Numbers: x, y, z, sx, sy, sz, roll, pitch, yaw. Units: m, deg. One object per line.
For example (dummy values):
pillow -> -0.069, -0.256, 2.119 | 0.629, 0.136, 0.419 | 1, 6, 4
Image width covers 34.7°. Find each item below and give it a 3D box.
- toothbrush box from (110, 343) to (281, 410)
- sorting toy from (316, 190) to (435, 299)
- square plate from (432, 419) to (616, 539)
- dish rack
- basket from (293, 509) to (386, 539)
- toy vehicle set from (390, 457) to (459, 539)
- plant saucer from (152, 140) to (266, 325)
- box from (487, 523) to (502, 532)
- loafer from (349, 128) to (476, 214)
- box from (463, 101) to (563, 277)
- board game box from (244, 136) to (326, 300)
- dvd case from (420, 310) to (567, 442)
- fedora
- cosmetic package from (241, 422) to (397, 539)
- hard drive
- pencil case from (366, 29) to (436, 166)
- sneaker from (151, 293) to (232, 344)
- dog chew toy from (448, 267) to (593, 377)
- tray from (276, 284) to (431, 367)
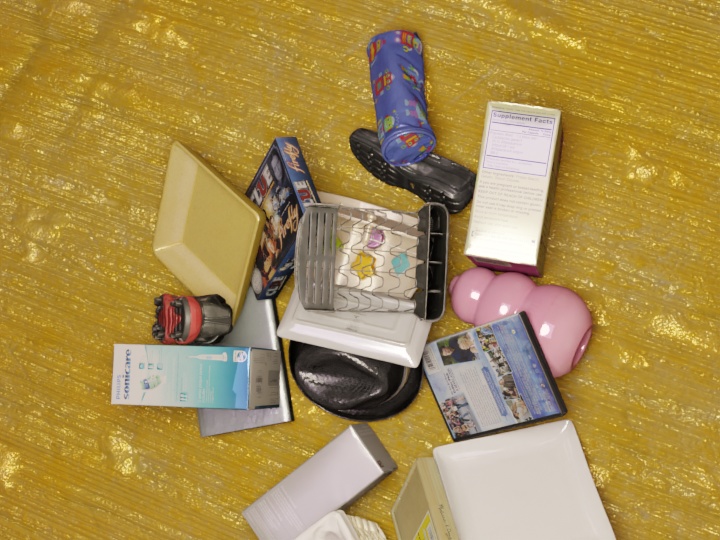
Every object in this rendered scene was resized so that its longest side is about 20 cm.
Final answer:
toothbrush box -> -0.223, 0.146, 1.587 | 0.197, 0.146, 0.087 | 2, 85, 12
sorting toy -> 0.000, 0.000, 1.615 | 0.198, 0.107, 0.182 | 17, 98, 9
square plate -> 0.210, 0.300, 1.512 | 0.197, 0.029, 0.200 | -11, 47, -3
dish rack -> 0.014, -0.014, 1.487 | 0.197, 0.054, 0.156 | 3, 88, -21
basket -> -0.043, 0.433, 1.539 | 0.200, 0.123, 0.136 | -42, 57, 17
toy vehicle set -> 0.091, 0.363, 1.505 | 0.026, 0.125, 0.201 | 2, 46, -20
plant saucer -> -0.207, -0.055, 1.632 | 0.200, 0.048, 0.202 | 41, 130, 29
box -> 0.195, 0.461, 1.531 | 0.163, 0.086, 0.201 | 32, 92, 14
loafer -> 0.075, -0.150, 1.629 | 0.199, 0.068, 0.071 | 29, 61, 18
box -> 0.207, -0.103, 1.532 | 0.095, 0.176, 0.203 | 9, 87, 12
board game box -> -0.117, -0.069, 1.592 | 0.034, 0.200, 0.137 | -6, 60, -30
dvd case -> 0.169, 0.145, 1.533 | 0.199, 0.017, 0.144 | -22, 92, 45
fedora -> -0.017, 0.136, 1.577 | 0.198, 0.092, 0.203 | 6, 108, 18
cosmetic package -> -0.054, 0.302, 1.591 | 0.200, 0.107, 0.090 | -41, 77, 4
hard drive -> -0.178, 0.129, 1.670 | 0.138, 0.033, 0.203 | -11, 82, 11
pencil case -> 0.058, -0.240, 1.599 | 0.078, 0.086, 0.202 | -32, 50, 35
sneaker -> -0.233, 0.068, 1.609 | 0.097, 0.200, 0.072 | 2, 88, -24
dog chew toy -> 0.209, 0.059, 1.551 | 0.198, 0.124, 0.126 | 27, 91, 21
tray -> -0.005, 0.062, 1.545 | 0.197, 0.022, 0.108 | 12, 52, 11
